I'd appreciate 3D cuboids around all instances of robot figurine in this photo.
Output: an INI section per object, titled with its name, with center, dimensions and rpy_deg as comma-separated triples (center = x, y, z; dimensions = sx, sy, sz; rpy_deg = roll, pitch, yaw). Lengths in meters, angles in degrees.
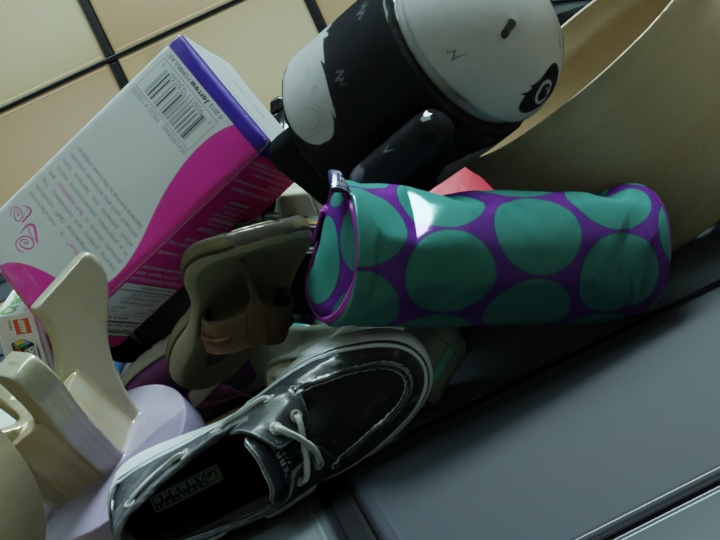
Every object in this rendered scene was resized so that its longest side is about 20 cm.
[robot figurine]
center = 0.034, -0.114, 0.973
dimensions = 0.125, 0.150, 0.200
rpy_deg = 4, -30, -46

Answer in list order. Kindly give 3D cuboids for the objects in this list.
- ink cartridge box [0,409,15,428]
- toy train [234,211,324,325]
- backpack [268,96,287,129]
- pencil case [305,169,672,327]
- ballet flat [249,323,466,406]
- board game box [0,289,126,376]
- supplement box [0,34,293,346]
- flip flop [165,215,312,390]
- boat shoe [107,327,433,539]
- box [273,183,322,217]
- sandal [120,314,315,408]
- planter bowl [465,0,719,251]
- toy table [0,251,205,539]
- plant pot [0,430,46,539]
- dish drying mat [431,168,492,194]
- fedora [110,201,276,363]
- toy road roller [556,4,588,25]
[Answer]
[ink cartridge box]
center = -0.260, 0.126, 1.249
dimensions = 0.200, 0.047, 0.160
rpy_deg = -18, 13, 37
[toy train]
center = 0.000, 0.000, 1.066
dimensions = 0.200, 0.085, 0.114
rpy_deg = 3, 10, 11
[backpack]
center = -0.110, -0.043, 1.453
dimensions = 0.200, 0.167, 0.127
rpy_deg = -31, 16, 0
[pencil case]
center = 0.072, -0.012, 0.900
dimensions = 0.200, 0.085, 0.092
rpy_deg = 1, 42, -16
[ballet flat]
center = -0.017, 0.065, 0.979
dimensions = 0.200, 0.067, 0.064
rpy_deg = -15, 41, 50
[board game box]
center = -0.224, 0.052, 1.207
dimensions = 0.035, 0.126, 0.200
rpy_deg = -9, 20, 7
[supplement box]
center = -0.148, -0.049, 1.081
dimensions = 0.200, 0.101, 0.103
rpy_deg = -42, -14, 9
[flip flop]
center = -0.072, 0.029, 0.946
dimensions = 0.081, 0.058, 0.200
rpy_deg = -14, -26, -26
[boat shoe]
center = -0.047, 0.097, 0.862
dimensions = 0.200, 0.072, 0.068
rpy_deg = -25, 13, -3
[box]
center = -0.003, -0.041, 1.312
dimensions = 0.128, 0.109, 0.200
rpy_deg = -26, 11, -18
[sandal]
center = -0.081, 0.065, 1.128
dimensions = 0.202, 0.082, 0.050
rpy_deg = -23, 54, 3
[planter bowl]
center = 0.181, -0.093, 1.029
dimensions = 0.200, 0.135, 0.200
rpy_deg = -41, 13, 12
[toy table]
center = -0.189, 0.093, 0.975
dimensions = 0.200, 0.117, 0.184
rpy_deg = -16, 33, 54
[plant pot]
center = -0.281, 0.177, 0.790
dimensions = 0.187, 0.187, 0.200
rpy_deg = -20, 26, 23
[dish drying mat]
center = 0.059, -0.065, 1.183
dimensions = 0.077, 0.200, 0.018
rpy_deg = -26, -33, -21
[fedora]
center = -0.111, 0.016, 1.214
dimensions = 0.201, 0.092, 0.201
rpy_deg = -39, -22, -19
[toy road roller]
center = 0.229, -0.125, 1.259
dimensions = 0.123, 0.146, 0.200
rpy_deg = -12, 54, 47
